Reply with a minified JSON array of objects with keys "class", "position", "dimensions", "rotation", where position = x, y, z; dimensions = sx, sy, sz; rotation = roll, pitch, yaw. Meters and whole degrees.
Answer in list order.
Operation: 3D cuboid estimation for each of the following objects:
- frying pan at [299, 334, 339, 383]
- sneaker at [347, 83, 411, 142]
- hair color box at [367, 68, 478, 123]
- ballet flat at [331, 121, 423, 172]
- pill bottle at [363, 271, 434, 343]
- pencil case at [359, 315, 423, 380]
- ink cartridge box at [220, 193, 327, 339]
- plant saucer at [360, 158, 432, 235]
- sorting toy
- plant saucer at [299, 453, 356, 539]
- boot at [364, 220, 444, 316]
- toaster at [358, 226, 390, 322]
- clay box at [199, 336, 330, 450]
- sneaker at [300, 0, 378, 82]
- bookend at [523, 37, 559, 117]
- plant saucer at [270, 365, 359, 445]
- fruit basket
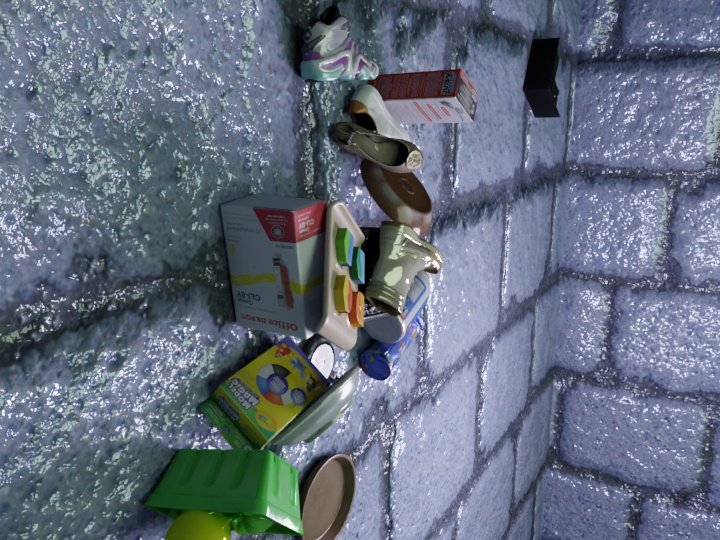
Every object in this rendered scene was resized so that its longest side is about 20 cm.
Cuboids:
[{"class":"frying pan","position":[-0.074,0.206,1.179],"dimensions":[0.115,0.031,0.191],"rotation":[-51,135,-39]},{"class":"sneaker","position":[0.034,-0.274,1.213],"dimensions":[0.200,0.073,0.085],"rotation":[45,61,-40]},{"class":"hair color box","position":[0.122,-0.346,1.208],"dimensions":[0.111,0.199,0.064],"rotation":[25,75,-59]},{"class":"ballet flat","position":[0.038,-0.234,1.147],"dimensions":[0.199,0.046,0.068],"rotation":[17,99,-25]},{"class":"pill bottle","position":[0.089,0.058,1.332],"dimensions":[0.200,0.112,0.113],"rotation":[-48,136,-43]},{"class":"pencil case","position":[0.075,0.158,1.363],"dimensions":[0.200,0.078,0.087],"rotation":[-48,165,-44]},{"class":"ink cartridge box","position":[-0.125,-0.008,0.925],"dimensions":[0.083,0.145,0.201],"rotation":[-31,122,-53]},{"class":"plant saucer","position":[0.084,-0.164,1.230],"dimensions":[0.200,0.037,0.201],"rotation":[34,33,-26]},{"class":"sorting toy","position":[-0.022,0.014,0.942],"dimensions":[0.185,0.036,0.201],"rotation":[53,40,-69]},{"class":"plant saucer","position":[-0.072,0.475,1.240],"dimensions":[0.200,0.029,0.201],"rotation":[-22,116,-56]},{"class":"boot","position":[0.082,0.013,1.120],"dimensions":[0.200,0.072,0.155],"rotation":[32,68,-52]},{"class":"toaster","position":[0.000,0.000,1.163],"dimensions":[0.200,0.118,0.182],"rotation":[-6,103,-59]},{"class":"clay box","position":[-0.149,0.200,0.968],"dimensions":[0.048,0.115,0.200],"rotation":[-48,172,37]},{"class":"sneaker","position":[-0.031,-0.406,1.058],"dimensions":[0.200,0.077,0.141],"rotation":[-28,121,-54]},{"class":"bookend","position":[0.665,-0.681,2.146],"dimensions":[0.200,0.092,0.200],"rotation":[32,69,-58]},{"class":"plant saucer","position":[-0.067,0.248,1.053],"dimensions":[0.050,0.200,0.200],"rotation":[48,39,4]},{"class":"fruit basket","position":[-0.197,0.355,0.831],"dimensions":[0.216,0.215,0.156],"rotation":[-66,146,-25]}]
